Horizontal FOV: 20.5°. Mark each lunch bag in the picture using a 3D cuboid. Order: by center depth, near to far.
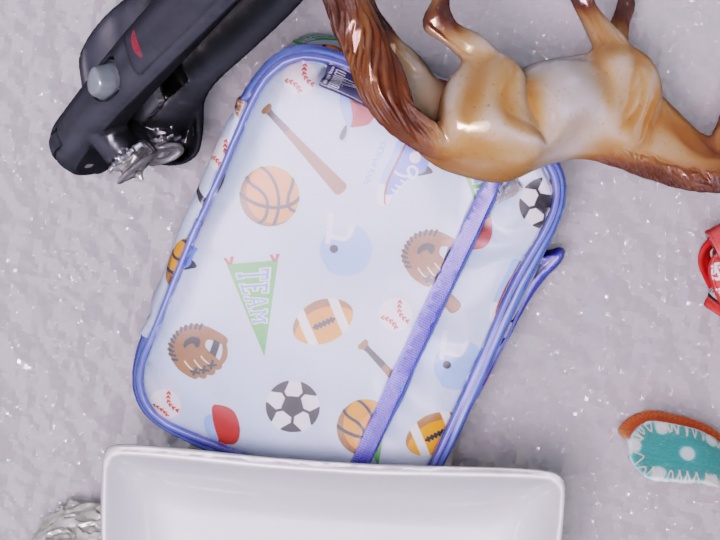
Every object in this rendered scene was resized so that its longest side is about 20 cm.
[{"bbox_3d":[0.000,0.000,0.884,0.160,0.076,0.200,25,102,-2],"label":"lunch bag"}]

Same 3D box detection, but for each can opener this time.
[{"bbox_3d":[-0.075,-0.095,0.823,0.200,0.063,0.079,-34,78,53],"label":"can opener"}]

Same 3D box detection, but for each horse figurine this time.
[{"bbox_3d":[0.071,-0.084,0.824,0.200,0.050,0.133,-8,76,-29],"label":"horse figurine"}]

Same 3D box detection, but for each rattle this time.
[{"bbox_3d":[0.225,0.102,0.861,0.143,0.130,0.200,-46,67,28],"label":"rattle"}]

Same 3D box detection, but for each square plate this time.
[{"bbox_3d":[-0.016,0.175,0.874,0.198,0.028,0.200,3,102,1],"label":"square plate"}]

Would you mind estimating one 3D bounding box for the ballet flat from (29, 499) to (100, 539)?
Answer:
[{"bbox_3d":[-0.061,0.159,0.919,0.200,0.072,0.072,11,100,2],"label":"ballet flat"}]

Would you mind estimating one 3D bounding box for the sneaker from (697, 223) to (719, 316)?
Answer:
[{"bbox_3d":[0.204,-0.033,0.862,0.108,0.067,0.202,0,102,2],"label":"sneaker"}]
